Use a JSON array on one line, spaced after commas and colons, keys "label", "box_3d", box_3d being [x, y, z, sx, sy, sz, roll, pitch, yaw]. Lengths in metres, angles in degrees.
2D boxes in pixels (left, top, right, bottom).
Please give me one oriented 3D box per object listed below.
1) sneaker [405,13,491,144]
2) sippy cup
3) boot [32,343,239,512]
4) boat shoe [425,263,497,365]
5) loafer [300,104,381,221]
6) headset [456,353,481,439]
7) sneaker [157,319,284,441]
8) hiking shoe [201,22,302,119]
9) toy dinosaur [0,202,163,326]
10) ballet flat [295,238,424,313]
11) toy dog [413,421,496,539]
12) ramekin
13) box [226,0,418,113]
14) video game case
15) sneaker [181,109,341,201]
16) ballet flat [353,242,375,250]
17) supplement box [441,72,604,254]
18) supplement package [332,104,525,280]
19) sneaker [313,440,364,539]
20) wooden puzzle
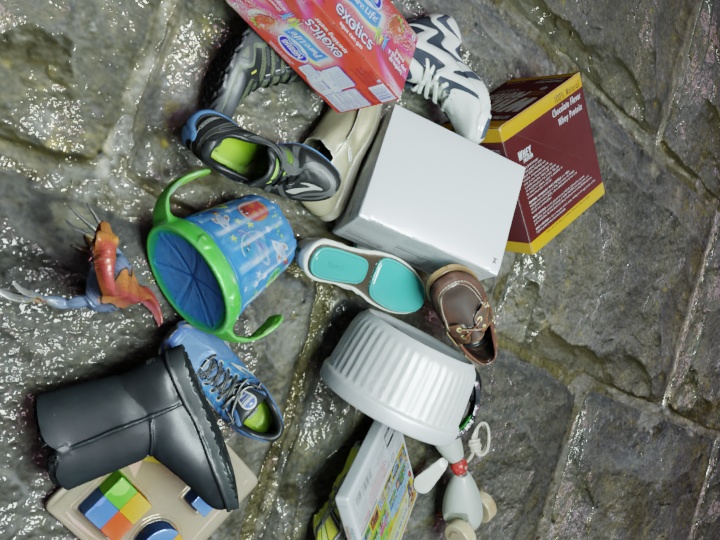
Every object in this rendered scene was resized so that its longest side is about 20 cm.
[{"label": "sneaker", "box_3d": [0.088, -0.255, 0.903, 0.129, 0.079, 0.201, -11, 79, -24]}, {"label": "sippy cup", "box_3d": [-0.148, -0.018, 0.759, 0.130, 0.139, 0.179, -36, 143, -39]}, {"label": "boot", "box_3d": [-0.236, 0.194, 0.717, 0.167, 0.076, 0.202, -21, 104, -8]}, {"label": "boat shoe", "box_3d": [0.143, 0.063, 0.879, 0.070, 0.071, 0.200, -28, 144, 9]}, {"label": "loafer", "box_3d": [-0.031, -0.165, 0.851, 0.068, 0.075, 0.202, 17, 88, -44]}, {"label": "headset", "box_3d": [0.126, 0.158, 1.020, 0.123, 0.094, 0.202, 20, 83, -5]}, {"label": "sneaker", "box_3d": [-0.155, 0.134, 0.796, 0.079, 0.089, 0.200, -52, 122, -20]}, {"label": "hiking shoe", "box_3d": [-0.106, -0.243, 0.780, 0.100, 0.075, 0.201, 34, 76, -33]}, {"label": "toy dinosaur", "box_3d": [-0.236, 0.000, 0.652, 0.199, 0.181, 0.106, 22, 84, -38]}, {"label": "ballet flat", "box_3d": [0.000, 0.000, 0.859, 0.199, 0.069, 0.070, 21, 85, -37]}, {"label": "toy dog", "box_3d": [0.142, 0.338, 1.070, 0.131, 0.096, 0.202, 1, 83, -46]}, {"label": "ramekin", "box_3d": [0.056, 0.132, 0.879, 0.199, 0.200, 0.106, 24, 94, -38]}, {"label": "box", "box_3d": [-0.036, -0.277, 0.740, 0.200, 0.099, 0.096, 37, 61, -42]}, {"label": "video game case", "box_3d": [0.029, 0.318, 0.945, 0.200, 0.023, 0.183, -54, 135, -56]}, {"label": "sneaker", "box_3d": [-0.105, -0.114, 0.755, 0.199, 0.083, 0.071, 17, 116, -39]}, {"label": "ballet flat", "box_3d": [0.072, -0.061, 0.960, 0.199, 0.069, 0.070, -25, 112, -29]}, {"label": "supplement box", "box_3d": [0.248, -0.166, 1.031, 0.197, 0.132, 0.201, -36, 118, -28]}, {"label": "supplement package", "box_3d": [0.090, -0.092, 0.882, 0.199, 0.111, 0.157, 22, 75, -16]}, {"label": "sneaker", "box_3d": [-0.028, 0.334, 0.938, 0.076, 0.076, 0.201, 53, 44, -48]}, {"label": "wooden puzzle", "box_3d": [-0.229, 0.265, 0.787, 0.185, 0.046, 0.201, -45, 122, -23]}]
